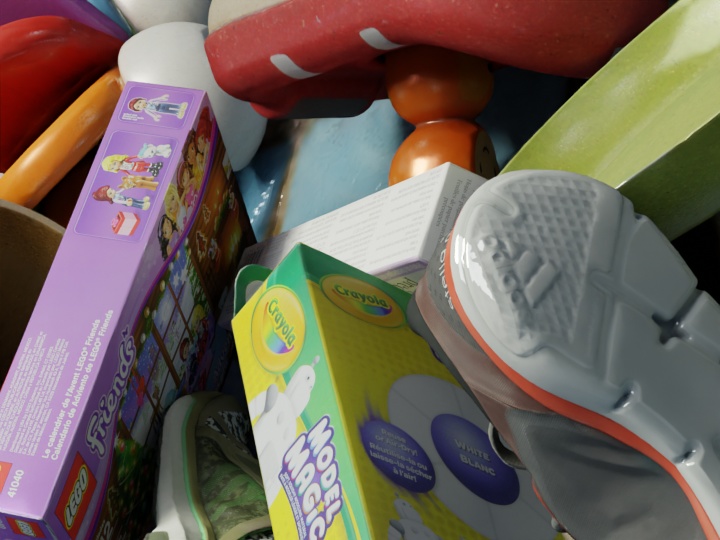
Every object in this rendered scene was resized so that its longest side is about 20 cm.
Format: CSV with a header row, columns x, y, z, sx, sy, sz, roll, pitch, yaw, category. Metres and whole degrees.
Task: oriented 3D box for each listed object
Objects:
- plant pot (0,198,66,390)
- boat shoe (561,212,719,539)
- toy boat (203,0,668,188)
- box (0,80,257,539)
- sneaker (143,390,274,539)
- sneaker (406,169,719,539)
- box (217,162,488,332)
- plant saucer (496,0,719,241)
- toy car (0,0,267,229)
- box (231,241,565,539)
x,y,z,sx,sy,sz,roll,pitch,yaw,category
-0.214,0.087,0.969,0.200,0.186,0.187,-37,36,52,plant pot
0.099,0.037,0.666,0.068,0.072,0.200,-41,37,26,boat shoe
0.033,-0.074,0.825,0.200,0.130,0.131,-12,85,49,toy boat
-0.096,0.042,0.853,0.039,0.137,0.200,9,60,15,box
-0.038,0.111,0.807,0.200,0.088,0.077,-94,6,-65,sneaker
0.092,0.057,0.582,0.077,0.200,0.082,-42,1,-31,sneaker
0.000,0.000,0.814,0.200,0.039,0.042,-21,48,63,box
0.116,-0.060,0.647,0.200,0.031,0.200,-40,9,8,plant saucer
-0.152,-0.087,1.025,0.175,0.150,0.200,-45,35,21,toy car
0.023,0.070,0.698,0.048,0.117,0.200,-50,34,24,box
